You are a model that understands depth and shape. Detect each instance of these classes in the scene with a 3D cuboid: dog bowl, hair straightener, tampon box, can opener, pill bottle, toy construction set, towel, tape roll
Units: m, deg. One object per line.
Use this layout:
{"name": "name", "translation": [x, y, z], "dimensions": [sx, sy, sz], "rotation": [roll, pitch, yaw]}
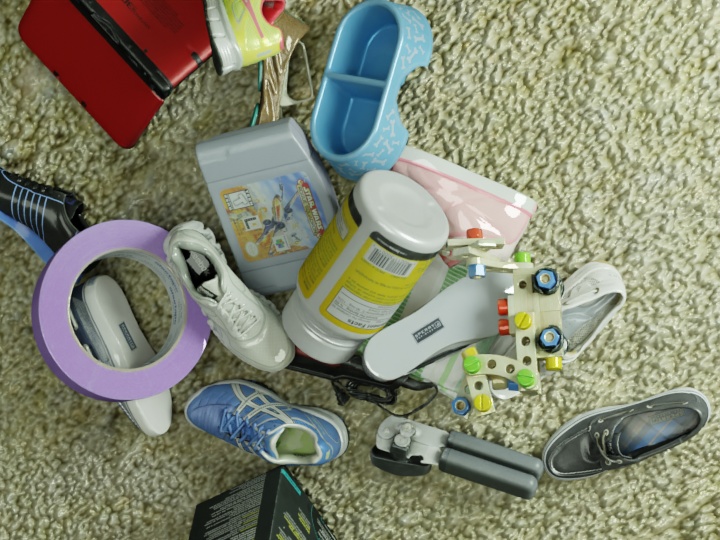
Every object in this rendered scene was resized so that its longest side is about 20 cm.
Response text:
{"name": "dog bowl", "translation": [0.007, -0.200, 1.555], "dimensions": [0.110, 0.049, 0.203], "rotation": [15, 88, 36]}
{"name": "hair straightener", "translation": [-0.007, 0.121, 1.648], "dimensions": [0.197, 0.041, 0.078], "rotation": [14, 135, 11]}
{"name": "tampon box", "translation": [-0.110, 0.349, 1.605], "dimensions": [0.125, 0.201, 0.151], "rotation": [-26, 111, 15]}
{"name": "can opener", "translation": [0.109, 0.215, 1.636], "dimensions": [0.197, 0.053, 0.067], "rotation": [13, 137, 15]}
{"name": "pill bottle", "translation": [0.000, 0.000, 1.546], "dimensions": [0.114, 0.114, 0.201], "rotation": [39, 123, 4]}
{"name": "toy construction set", "translation": [0.151, 0.054, 1.518], "dimensions": [0.129, 0.092, 0.203], "rotation": [-5, 90, 14]}
{"name": "towel", "translation": [0.072, 0.051, 1.630], "dimensions": [0.198, 0.023, 0.154], "rotation": [24, 102, 8]}
{"name": "tape roll", "translation": [-0.271, 0.047, 1.628], "dimensions": [0.197, 0.066, 0.203], "rotation": [3, 82, -20]}

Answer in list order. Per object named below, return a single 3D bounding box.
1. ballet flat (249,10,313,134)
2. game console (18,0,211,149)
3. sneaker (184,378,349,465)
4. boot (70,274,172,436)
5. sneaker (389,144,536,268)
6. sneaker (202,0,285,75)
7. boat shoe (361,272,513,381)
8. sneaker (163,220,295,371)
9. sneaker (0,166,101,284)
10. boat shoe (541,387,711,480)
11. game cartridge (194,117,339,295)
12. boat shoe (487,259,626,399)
{"name": "ballet flat", "translation": [-0.090, -0.189, 1.614], "dimensions": [0.071, 0.068, 0.203], "rotation": [8, 96, -5]}
{"name": "game console", "translation": [-0.272, -0.278, 1.656], "dimensions": [0.172, 0.119, 0.200], "rotation": [-43, 89, -17]}
{"name": "sneaker", "translation": [-0.113, 0.178, 1.661], "dimensions": [0.197, 0.077, 0.077], "rotation": [10, 102, 12]}
{"name": "boot", "translation": [-0.298, 0.110, 1.703], "dimensions": [0.090, 0.073, 0.202], "rotation": [-21, 92, 29]}
{"name": "sneaker", "translation": [0.085, -0.066, 1.576], "dimensions": [0.198, 0.075, 0.106], "rotation": [24, 90, 4]}
{"name": "sneaker", "translation": [-0.128, -0.294, 1.565], "dimensions": [0.089, 0.079, 0.202], "rotation": [-11, 55, -4]}
{"name": "boat shoe", "translation": [0.090, 0.065, 1.586], "dimensions": [0.198, 0.068, 0.072], "rotation": [-30, 84, -9]}
{"name": "sneaker", "translation": [-0.149, 0.036, 1.592], "dimensions": [0.075, 0.081, 0.200], "rotation": [-41, 98, 1]}
{"name": "sneaker", "translation": [-0.380, -0.078, 1.687], "dimensions": [0.200, 0.070, 0.078], "rotation": [44, 100, -4]}
{"name": "boat shoe", "translation": [0.291, 0.187, 1.580], "dimensions": [0.198, 0.066, 0.071], "rotation": [-19, 94, 15]}
{"name": "game cartridge", "translation": [-0.092, -0.068, 1.603], "dimensions": [0.131, 0.042, 0.202], "rotation": [-10, 119, 17]}
{"name": "boat shoe", "translation": [0.210, 0.074, 1.572], "dimensions": [0.071, 0.070, 0.200], "rotation": [37, 106, -20]}
